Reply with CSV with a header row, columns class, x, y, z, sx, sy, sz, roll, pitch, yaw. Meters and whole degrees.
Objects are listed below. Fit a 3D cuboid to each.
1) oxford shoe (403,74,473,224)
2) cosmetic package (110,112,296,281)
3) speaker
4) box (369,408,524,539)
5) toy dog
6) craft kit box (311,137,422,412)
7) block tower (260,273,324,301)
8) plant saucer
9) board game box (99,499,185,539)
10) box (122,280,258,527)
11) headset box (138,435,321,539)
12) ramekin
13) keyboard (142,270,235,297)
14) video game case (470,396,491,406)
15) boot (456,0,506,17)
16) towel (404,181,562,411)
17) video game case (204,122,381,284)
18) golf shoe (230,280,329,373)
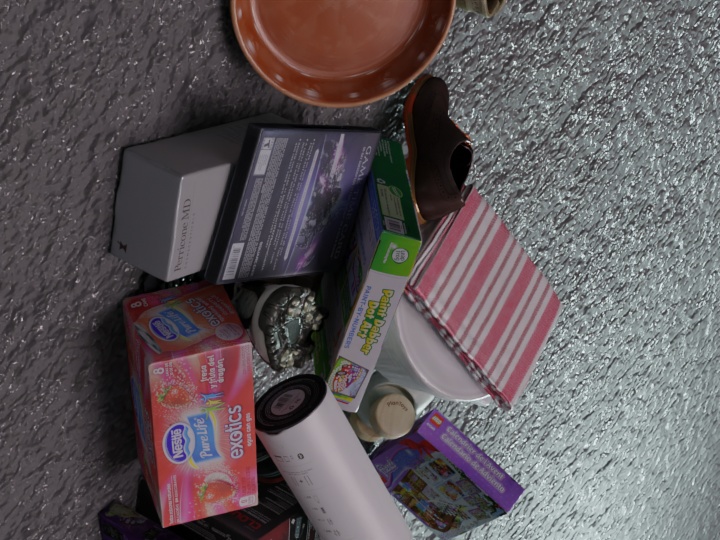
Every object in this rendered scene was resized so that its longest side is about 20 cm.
class,x,y,z,sx,sy,sz,roll,pitch,yaw
oxford shoe,0.084,-0.126,1.681,0.071,0.072,0.200,60,27,-45
cosmetic package,-0.123,-0.068,1.457,0.200,0.071,0.102,-22,130,-50
speaker,-0.025,0.197,1.544,0.081,0.081,0.200,-46,123,-30
box,0.091,0.238,1.886,0.039,0.137,0.200,-49,-178,-26
toy dog,0.051,0.109,1.861,0.132,0.096,0.200,-33,-172,45
craft kit box,0.000,0.000,1.589,0.200,0.048,0.198,-98,-153,-58
block tower,-0.058,-0.023,1.601,0.058,0.054,0.200,-38,147,-74
plant saucer,-0.016,-0.241,1.435,0.200,0.032,0.201,-6,117,-11
board game box,-0.192,0.323,1.595,0.032,0.120,0.200,-37,140,-37
box,-0.153,0.121,1.493,0.094,0.103,0.200,-12,129,-16
headset box,-0.113,0.232,1.625,0.200,0.148,0.075,-27,132,-47
ramekin,0.080,0.037,1.723,0.202,0.094,0.203,2,86,-41
keyboard,-0.152,0.055,1.557,0.127,0.021,0.200,-39,143,-39
video game case,0.090,0.033,1.809,0.200,0.024,0.182,25,72,-37
boot,0.050,-0.253,1.511,0.200,0.154,0.072,-63,151,-4
towel,0.126,0.027,1.686,0.200,0.030,0.146,50,56,-28
video game case,-0.057,-0.061,1.478,0.200,0.019,0.143,-7,118,-59
golf shoe,-0.086,0.045,1.487,0.200,0.088,0.077,68,46,-82
